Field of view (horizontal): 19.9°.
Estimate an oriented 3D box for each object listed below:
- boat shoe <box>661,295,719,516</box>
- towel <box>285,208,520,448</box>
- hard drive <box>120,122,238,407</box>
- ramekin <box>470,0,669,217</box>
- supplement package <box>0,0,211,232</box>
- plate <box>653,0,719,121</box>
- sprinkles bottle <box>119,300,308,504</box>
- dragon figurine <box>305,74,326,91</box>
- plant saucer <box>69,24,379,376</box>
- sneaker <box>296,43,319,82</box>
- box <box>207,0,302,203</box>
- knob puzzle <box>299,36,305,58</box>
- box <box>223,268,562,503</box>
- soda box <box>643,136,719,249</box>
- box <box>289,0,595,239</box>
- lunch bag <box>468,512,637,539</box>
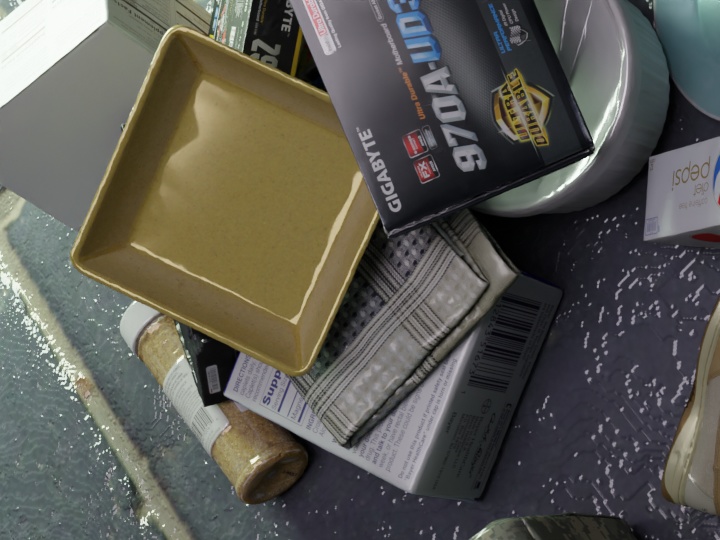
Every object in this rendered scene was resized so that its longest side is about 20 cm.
[{"bbox_3d":[0.270,0.079,1.429,0.066,0.074,0.200,23,112,25],"label":"boat shoe"},{"bbox_3d":[0.000,0.000,1.527,0.200,0.035,0.193,-47,59,18],"label":"towel"},{"bbox_3d":[-0.143,-0.008,1.655,0.038,0.140,0.200,-17,55,-10],"label":"hard drive"},{"bbox_3d":[0.139,-0.133,1.536,0.202,0.094,0.203,-8,78,38],"label":"ramekin"},{"bbox_3d":[-0.228,-0.154,1.750,0.200,0.156,0.111,-33,43,27],"label":"supplement package"},{"bbox_3d":[0.283,-0.203,1.464,0.200,0.026,0.200,-2,88,56],"label":"plate"},{"bbox_3d":[-0.123,0.101,1.704,0.068,0.068,0.200,-50,59,18],"label":"sprinkles bottle"},{"bbox_3d":[0.006,-0.165,1.559,0.200,0.059,0.100,-15,61,66],"label":"dragon figurine"},{"bbox_3d":[-0.085,-0.053,1.514,0.200,0.048,0.200,26,100,6],"label":"plant saucer"},{"bbox_3d":[-0.013,-0.182,1.679,0.200,0.078,0.090,-60,24,22],"label":"sneaker"},{"bbox_3d":[-0.090,-0.152,1.615,0.160,0.049,0.200,-151,71,-75],"label":"box"},{"bbox_3d":[-0.059,-0.212,1.683,0.220,0.030,0.220,-170,90,-72],"label":"knob puzzle"},{"bbox_3d":[0.024,0.056,1.585,0.200,0.105,0.184,25,95,35],"label":"box"},{"bbox_3d":[0.265,-0.055,1.393,0.200,0.068,0.064,168,108,-72],"label":"soda box"},{"bbox_3d":[0.055,-0.143,1.439,0.159,0.046,0.200,-22,88,6],"label":"box"},{"bbox_3d":[0.142,0.269,1.411,0.139,0.200,0.168,-48,58,20],"label":"lunch bag"}]
